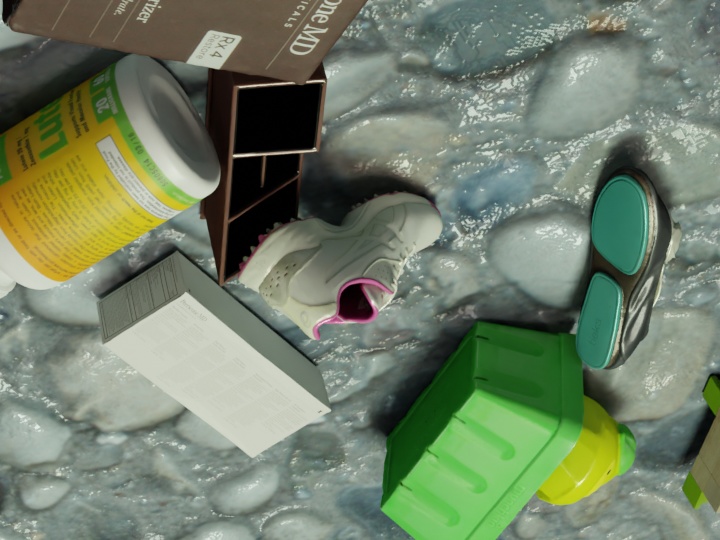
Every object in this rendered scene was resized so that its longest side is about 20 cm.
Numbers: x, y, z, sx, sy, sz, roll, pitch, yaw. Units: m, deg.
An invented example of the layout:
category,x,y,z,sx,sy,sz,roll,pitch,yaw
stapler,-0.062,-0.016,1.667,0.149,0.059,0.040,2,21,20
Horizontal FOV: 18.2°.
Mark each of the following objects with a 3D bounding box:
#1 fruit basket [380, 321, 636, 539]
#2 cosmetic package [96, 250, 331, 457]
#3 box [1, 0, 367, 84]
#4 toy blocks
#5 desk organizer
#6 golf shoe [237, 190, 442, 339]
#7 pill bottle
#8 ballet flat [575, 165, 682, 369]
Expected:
category,x,y,z,sx,sy,sz,roll,pitch,yaw
fruit basket,0.142,0.154,1.880,0.215,0.156,0.216,2,128,3
cosmetic package,-0.113,0.068,1.769,0.082,0.051,0.200,-30,136,18
box,-0.097,-0.235,1.345,0.199,0.165,0.166,9,148,-24
toy blocks,0.379,0.135,1.969,0.136,0.100,0.200,-9,138,-24
desk organizer,-0.070,-0.086,1.601,0.071,0.077,0.200,-5,137,-12
golf shoe,0.000,0.000,1.662,0.200,0.092,0.075,-19,150,-45
pill bottle,-0.208,-0.056,1.566,0.200,0.111,0.111,-30,136,15
ballet flat,0.216,-0.009,1.784,0.073,0.073,0.200,-4,130,-13
